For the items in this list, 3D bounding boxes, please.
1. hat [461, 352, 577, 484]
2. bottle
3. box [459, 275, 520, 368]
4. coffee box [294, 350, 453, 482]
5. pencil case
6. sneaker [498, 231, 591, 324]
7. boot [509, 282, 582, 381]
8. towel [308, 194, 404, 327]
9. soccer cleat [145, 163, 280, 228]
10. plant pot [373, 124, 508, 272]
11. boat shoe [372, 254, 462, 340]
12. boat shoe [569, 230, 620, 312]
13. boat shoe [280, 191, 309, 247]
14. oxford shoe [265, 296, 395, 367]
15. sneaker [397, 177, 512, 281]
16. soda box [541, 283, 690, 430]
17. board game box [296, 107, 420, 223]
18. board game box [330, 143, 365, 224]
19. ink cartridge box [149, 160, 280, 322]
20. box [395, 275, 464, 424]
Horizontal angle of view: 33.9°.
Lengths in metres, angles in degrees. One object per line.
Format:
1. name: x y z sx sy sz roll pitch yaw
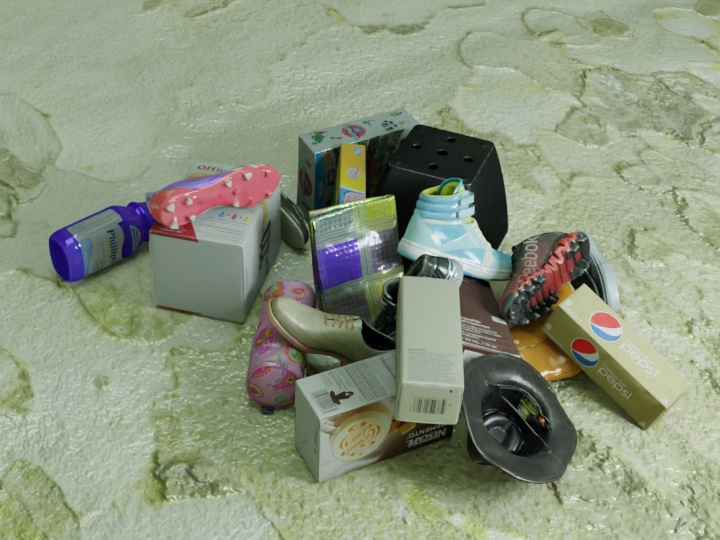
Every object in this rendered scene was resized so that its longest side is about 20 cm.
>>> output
1. hat: 0.181 0.203 1.512 0.200 0.081 0.202 25 42 -24
2. bottle: -0.382 -0.056 1.824 0.199 0.084 0.065 -29 47 -35
3. box: 0.146 0.082 1.651 0.099 0.075 0.200 14 26 -17
4. coffee box: 0.020 0.180 1.523 0.199 0.115 0.080 -15 41 -23
5. pencil case: -0.108 0.101 1.641 0.087 0.088 0.201 4 38 1
6. sneaker: 0.246 0.007 1.694 0.097 0.071 0.200 15 44 38
7. boot: 0.251 0.077 1.702 0.143 0.071 0.202 -13 45 -20
8. towel: 0.000 0.000 1.695 0.143 0.202 0.023 -14 18 -22
9. soccer cleat: -0.211 -0.117 1.694 0.199 0.067 0.076 -23 41 -26
10. plant pot: 0.122 -0.109 1.847 0.198 0.178 0.200 17 40 16
11. boat shoe: 0.062 0.035 1.630 0.071 0.200 0.072 25 44 -18
12. boat shoe: 0.341 0.008 1.809 0.070 0.073 0.200 -11 29 -3
13. boat shoe: -0.132 -0.105 1.916 0.057 0.067 0.200 -26 43 -26
14. oxford shoe: -0.036 0.077 1.605 0.199 0.074 0.071 26 40 -28
15. sneaker: 0.158 -0.061 1.711 0.199 0.132 0.079 12 7 -30
16. soda box: 0.347 0.117 1.612 0.200 0.064 0.068 45 52 16
17. board game box: -0.005 -0.171 1.943 0.199 0.148 0.064 -18 45 -24
18. board game box: -0.022 -0.078 1.814 0.040 0.154 0.201 7 37 -5
19. ink cartridge box: -0.213 -0.048 1.774 0.144 0.146 0.201 9 37 8
20. box: 0.085 0.097 1.485 0.081 0.069 0.201 5 39 0
